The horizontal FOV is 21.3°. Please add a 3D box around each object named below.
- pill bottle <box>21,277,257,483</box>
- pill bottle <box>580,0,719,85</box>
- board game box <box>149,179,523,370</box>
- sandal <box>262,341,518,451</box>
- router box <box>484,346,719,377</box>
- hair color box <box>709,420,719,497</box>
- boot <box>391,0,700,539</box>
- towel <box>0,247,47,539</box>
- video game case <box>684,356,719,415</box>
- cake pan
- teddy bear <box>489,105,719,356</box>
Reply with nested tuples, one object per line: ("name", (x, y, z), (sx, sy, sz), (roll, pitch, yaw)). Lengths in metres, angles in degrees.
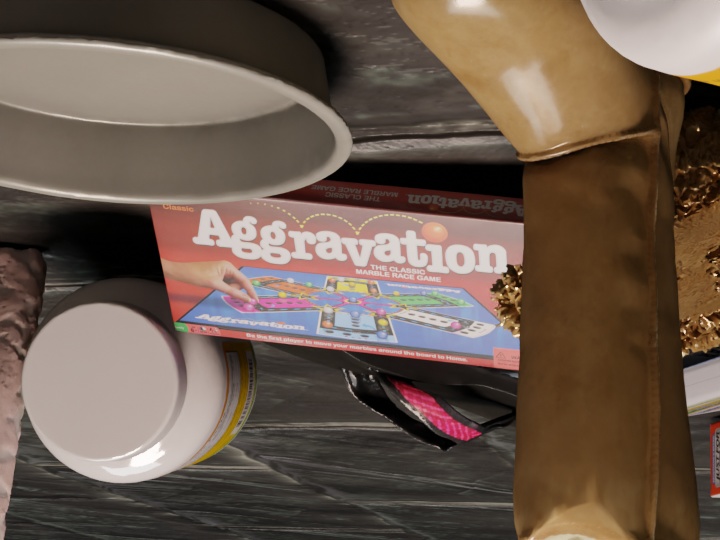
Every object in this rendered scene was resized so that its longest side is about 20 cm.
("pill bottle", (-0.124, 0.060, 1.067), (0.111, 0.111, 0.200), (2, 178, 5))
("pill bottle", (0.129, -0.093, 0.480), (0.200, 0.110, 0.109), (9, 165, -24))
("board game box", (0.000, 0.000, 0.929), (0.200, 0.019, 0.103), (6, 135, 12))
("sandal", (0.026, 0.070, 1.068), (0.200, 0.045, 0.075), (19, 163, -22))
("router box", (0.113, 0.021, 1.056), (0.179, 0.049, 0.200), (6, 165, -12))
("hair color box", (0.351, 0.131, 1.416), (0.111, 0.064, 0.200), (6, 164, -15))
("boot", (0.069, -0.003, 0.661), (0.066, 0.200, 0.175), (-9, 161, 40))
("towel", (-0.277, 0.066, 1.037), (0.191, 0.200, 0.032), (6, 147, -2))
("video game case", (0.249, 0.051, 1.068), (0.182, 0.022, 0.200), (-6, 168, -41))
("cake pan", (-0.102, -0.071, 0.765), (0.200, 0.037, 0.200), (3, 166, 1))
("teddy bear", (0.126, -0.010, 0.847), (0.145, 0.067, 0.200), (-27, 155, 8))
